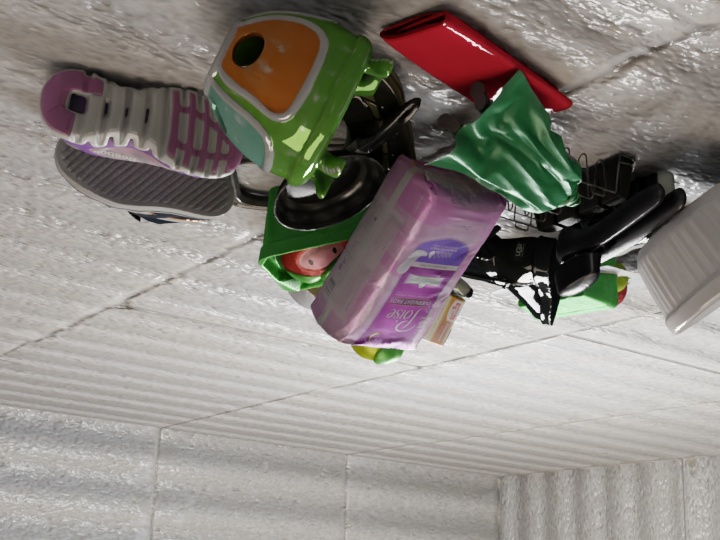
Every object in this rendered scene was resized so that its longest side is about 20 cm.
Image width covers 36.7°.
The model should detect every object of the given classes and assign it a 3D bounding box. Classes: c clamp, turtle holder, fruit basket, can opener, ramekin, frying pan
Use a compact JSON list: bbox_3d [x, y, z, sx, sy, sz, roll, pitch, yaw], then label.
[{"bbox_3d":[-0.089,-0.102,1.228,0.170,0.027,0.200,5,162,-7],"label":"c clamp"},{"bbox_3d":[-0.058,-0.153,0.923,0.131,0.141,0.186,26,-163,-6],"label":"turtle holder"},{"bbox_3d":[0.000,0.000,1.207,0.215,0.217,0.156,-1,164,11],"label":"fruit basket"},{"bbox_3d":[0.277,-0.039,1.161,0.063,0.079,0.200,2,154,-29],"label":"can opener"},{"bbox_3d":[0.387,-0.027,1.161,0.202,0.094,0.202,-33,165,-10],"label":"ramekin"},{"bbox_3d":[-0.023,-0.100,1.018,0.114,0.031,0.190,-11,149,-23],"label":"frying pan"},{"bbox_3d":[0.307,0.013,1.477,0.185,0.094,0.199,-13,172,43],"label":"fruit basket"}]

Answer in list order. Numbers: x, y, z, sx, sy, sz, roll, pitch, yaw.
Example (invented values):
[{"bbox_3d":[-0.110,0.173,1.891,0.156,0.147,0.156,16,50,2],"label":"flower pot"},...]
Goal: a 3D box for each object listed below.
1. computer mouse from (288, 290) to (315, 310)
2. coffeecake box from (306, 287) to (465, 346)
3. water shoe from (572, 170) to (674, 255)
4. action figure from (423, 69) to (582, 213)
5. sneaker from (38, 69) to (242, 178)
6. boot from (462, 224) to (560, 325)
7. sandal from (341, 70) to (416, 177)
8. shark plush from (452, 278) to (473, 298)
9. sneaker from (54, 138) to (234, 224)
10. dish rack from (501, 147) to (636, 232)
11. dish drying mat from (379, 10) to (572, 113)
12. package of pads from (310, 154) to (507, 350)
[{"bbox_3d":[-0.048,0.033,1.505,0.110,0.044,0.200,36,-168,29],"label":"computer mouse"},{"bbox_3d":[0.013,0.016,1.400,0.200,0.073,0.153,20,-171,-44],"label":"coffeecake box"},{"bbox_3d":[0.290,-0.059,1.234,0.079,0.072,0.200,7,162,-7],"label":"water shoe"},{"bbox_3d":[0.155,-0.106,1.034,0.118,0.055,0.200,-40,137,18],"label":"action figure"},{"bbox_3d":[-0.215,-0.138,1.067,0.199,0.081,0.088,14,167,-17],"label":"sneaker"},{"bbox_3d":[0.162,-0.003,1.327,0.162,0.074,0.198,11,160,19],"label":"boot"},{"bbox_3d":[0.019,-0.141,1.054,0.079,0.058,0.201,7,148,5],"label":"sandal"},{"bbox_3d":[0.076,-0.020,1.409,0.199,0.091,0.083,3,-166,-15],"label":"shark plush"},{"bbox_3d":[-0.244,-0.095,1.192,0.199,0.079,0.079,18,166,-26],"label":"sneaker"},{"bbox_3d":[0.177,-0.096,1.167,0.199,0.055,0.153,14,158,-27],"label":"dish rack"},{"bbox_3d":[0.107,-0.179,0.970,0.077,0.018,0.200,-11,159,39],"label":"dish drying mat"},{"bbox_3d":[0.046,-0.015,1.079,0.120,0.076,0.200,8,123,-42],"label":"package of pads"}]
